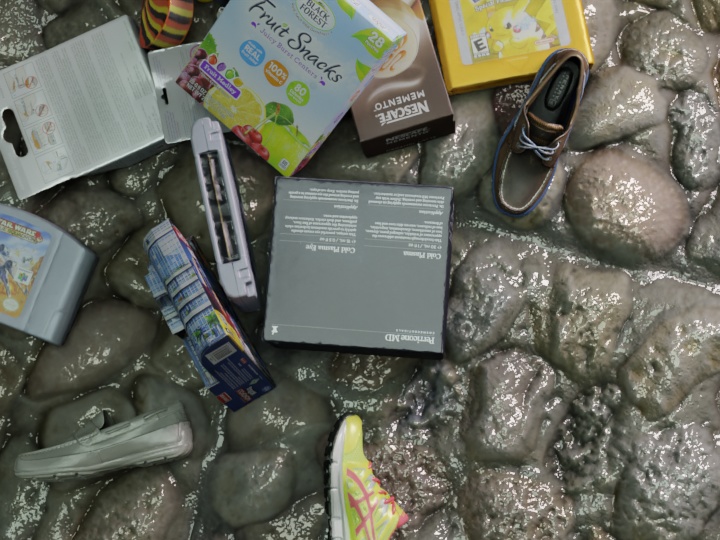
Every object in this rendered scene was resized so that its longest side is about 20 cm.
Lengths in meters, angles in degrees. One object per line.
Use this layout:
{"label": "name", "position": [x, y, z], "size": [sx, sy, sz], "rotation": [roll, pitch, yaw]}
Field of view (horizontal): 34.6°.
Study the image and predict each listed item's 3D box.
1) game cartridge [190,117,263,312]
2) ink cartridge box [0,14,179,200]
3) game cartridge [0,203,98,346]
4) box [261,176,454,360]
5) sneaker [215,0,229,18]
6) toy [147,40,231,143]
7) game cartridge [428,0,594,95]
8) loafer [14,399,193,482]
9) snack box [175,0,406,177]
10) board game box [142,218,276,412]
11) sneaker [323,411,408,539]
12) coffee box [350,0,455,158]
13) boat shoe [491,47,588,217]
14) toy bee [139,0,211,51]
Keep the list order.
{"label": "game cartridge", "position": [-0.148, -0.056, 1.289], "size": [0.041, 0.133, 0.201], "rotation": [-13, 79, 2]}
{"label": "ink cartridge box", "position": [-0.331, -0.189, 1.369], "size": [0.199, 0.057, 0.163], "rotation": [-24, 80, 5]}
{"label": "game cartridge", "position": [-0.415, -0.007, 1.351], "size": [0.199, 0.042, 0.134], "rotation": [19, 87, 7]}
{"label": "box", "position": [0.000, 0.000, 1.285], "size": [0.199, 0.104, 0.183], "rotation": [4, 81, 5]}
{"label": "sneaker", "position": [-0.123, -0.359, 1.337], "size": [0.129, 0.079, 0.200], "rotation": [7, 75, -17]}
{"label": "toy", "position": [-0.138, -0.215, 1.358], "size": [0.199, 0.047, 0.116], "rotation": [-13, 77, -3]}
{"label": "game cartridge", "position": [0.169, -0.318, 1.360], "size": [0.176, 0.032, 0.201], "rotation": [-11, 82, 2]}
{"label": "loafer", "position": [-0.288, 0.193, 1.297], "size": [0.199, 0.070, 0.070], "rotation": [-11, 76, -6]}
{"label": "snack box", "position": [-0.077, -0.231, 1.257], "size": [0.169, 0.068, 0.200], "rotation": [40, 114, 0]}
{"label": "board game box", "position": [-0.184, 0.034, 1.270], "size": [0.062, 0.200, 0.200], "rotation": [-30, 66, -2]}
{"label": "sneaker", "position": [0.006, 0.255, 1.267], "size": [0.090, 0.078, 0.201], "rotation": [-3, 87, -5]}
{"label": "coffee box", "position": [0.030, -0.245, 1.333], "size": [0.114, 0.080, 0.201], "rotation": [-17, 81, 2]}
{"label": "boat shoe", "position": [0.198, -0.156, 1.299], "size": [0.072, 0.072, 0.201], "rotation": [18, 95, 3]}
{"label": "toy bee", "position": [-0.223, -0.361, 1.343], "size": [0.108, 0.131, 0.201], "rotation": [-16, 95, 43]}
